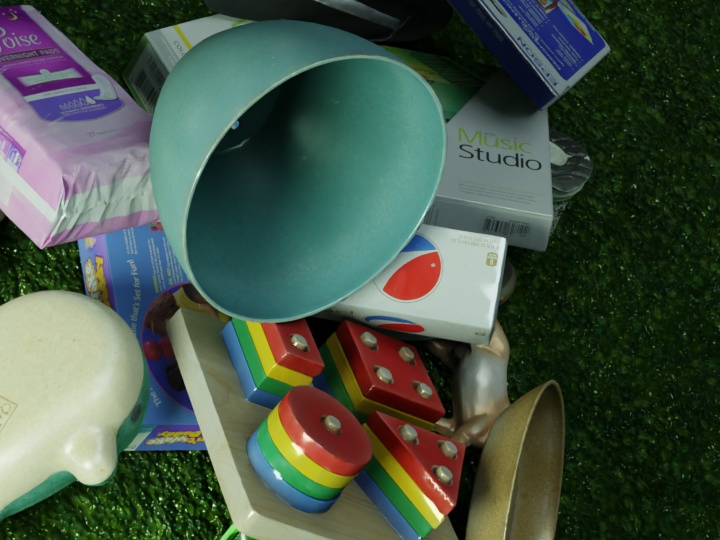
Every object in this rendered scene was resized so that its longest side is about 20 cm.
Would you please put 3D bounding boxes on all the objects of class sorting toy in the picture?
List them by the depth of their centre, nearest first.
[{"bbox_3d":[-0.012,0.107,1.562,0.199,0.070,0.199,23,29,-37],"label":"sorting toy"}]

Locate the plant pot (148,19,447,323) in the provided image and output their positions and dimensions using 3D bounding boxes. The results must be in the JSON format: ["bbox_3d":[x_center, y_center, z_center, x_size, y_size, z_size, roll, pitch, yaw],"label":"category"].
[{"bbox_3d":[-0.061,-0.086,1.536,0.199,0.201,0.135,-8,38,-33],"label":"plant pot"}]

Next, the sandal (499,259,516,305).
[{"bbox_3d":[0.021,-0.022,1.695,0.199,0.054,0.081,22,44,-1],"label":"sandal"}]

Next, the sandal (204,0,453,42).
[{"bbox_3d":[-0.024,-0.197,1.765,0.199,0.076,0.043,3,56,-20],"label":"sandal"}]

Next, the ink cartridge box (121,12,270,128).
[{"bbox_3d":[-0.072,-0.146,1.786,0.199,0.059,0.104,-19,69,-37],"label":"ink cartridge box"}]

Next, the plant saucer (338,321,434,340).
[{"bbox_3d":[0.021,-0.032,1.763,0.199,0.028,0.201,12,45,-12],"label":"plant saucer"}]

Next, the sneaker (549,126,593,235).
[{"bbox_3d":[0.087,-0.090,1.842,0.200,0.089,0.077,35,42,26],"label":"sneaker"}]

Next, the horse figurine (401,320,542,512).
[{"bbox_3d":[0.070,0.082,1.747,0.132,0.050,0.201,2,65,-21],"label":"horse figurine"}]

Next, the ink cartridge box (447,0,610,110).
[{"bbox_3d":[0.097,-0.215,1.775,0.198,0.047,0.200,50,25,0],"label":"ink cartridge box"}]

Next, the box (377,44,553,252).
[{"bbox_3d":[0.070,-0.095,1.737,0.143,0.037,0.201,10,34,-5],"label":"box"}]

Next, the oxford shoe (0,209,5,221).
[{"bbox_3d":[-0.298,0.001,1.583,0.200,0.070,0.075,-45,123,-45],"label":"oxford shoe"}]

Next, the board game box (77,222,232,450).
[{"bbox_3d":[-0.125,0.028,1.666,0.134,0.045,0.201,3,62,-29],"label":"board game box"}]

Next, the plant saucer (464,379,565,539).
[{"bbox_3d":[0.107,0.175,1.650,0.035,0.201,0.201,8,52,15],"label":"plant saucer"}]

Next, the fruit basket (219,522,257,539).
[{"bbox_3d":[-0.037,0.266,1.528,0.215,0.156,0.216,26,36,-20],"label":"fruit basket"}]

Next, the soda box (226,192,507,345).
[{"bbox_3d":[0.000,0.000,1.627,0.198,0.064,0.069,9,77,4],"label":"soda box"}]

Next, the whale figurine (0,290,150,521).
[{"bbox_3d":[-0.220,0.113,1.538,0.158,0.104,0.201,21,67,27],"label":"whale figurine"}]

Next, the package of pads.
[{"bbox_3d":[-0.223,-0.103,1.615,0.120,0.076,0.200,-13,46,-45],"label":"package of pads"}]
